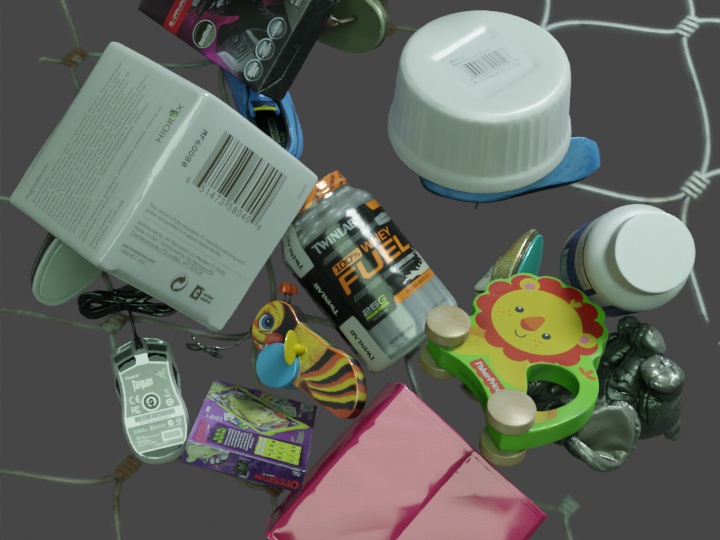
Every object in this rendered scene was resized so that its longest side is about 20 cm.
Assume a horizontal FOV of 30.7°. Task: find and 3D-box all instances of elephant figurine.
[{"bbox_3d":[0.238,0.146,1.403,0.200,0.142,0.155,-29,73,-12],"label":"elephant figurine"}]

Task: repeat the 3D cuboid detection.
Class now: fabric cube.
[{"bbox_3d":[0.040,0.253,1.345,0.200,0.196,0.199,42,83,0],"label":"fabric cube"}]

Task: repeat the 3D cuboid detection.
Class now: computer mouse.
[{"bbox_3d":[-0.235,0.112,1.419,0.109,0.044,0.201,-11,80,-9],"label":"computer mouse"}]

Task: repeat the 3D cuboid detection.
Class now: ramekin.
[{"bbox_3d":[0.129,-0.186,1.393,0.200,0.098,0.201,0,50,0],"label":"ramekin"}]

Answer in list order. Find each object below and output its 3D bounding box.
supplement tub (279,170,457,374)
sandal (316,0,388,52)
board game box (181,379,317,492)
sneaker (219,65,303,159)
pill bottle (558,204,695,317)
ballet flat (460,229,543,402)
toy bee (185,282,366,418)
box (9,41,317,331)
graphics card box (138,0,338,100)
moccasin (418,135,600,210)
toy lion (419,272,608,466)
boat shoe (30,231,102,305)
[{"bbox_3d":[0.000,0.000,1.403,0.122,0.123,0.200,-39,88,-6],"label":"supplement tub"},{"bbox_3d":[-0.066,-0.284,1.439,0.201,0.080,0.057,20,41,10],"label":"sandal"},{"bbox_3d":[-0.109,0.166,1.343,0.120,0.200,0.032,19,102,-2],"label":"board game box"},{"bbox_3d":[-0.113,-0.206,1.438,0.066,0.078,0.201,-21,85,-3],"label":"sneaker"},{"bbox_3d":[0.282,-0.010,1.382,0.111,0.200,0.111,0,85,-4],"label":"pill bottle"},{"bbox_3d":[0.150,0.048,1.441,0.071,0.071,0.201,13,83,-2],"label":"ballet flat"},{"bbox_3d":[-0.075,0.073,1.384,0.200,0.131,0.109,23,91,-4],"label":"toy bee"},{"bbox_3d":[-0.197,-0.083,1.324,0.171,0.199,0.200,32,89,39],"label":"box"},{"bbox_3d":[-0.133,-0.282,1.390,0.200,0.051,0.126,37,102,26],"label":"graphics card box"},{"bbox_3d":[0.163,-0.108,1.453,0.199,0.068,0.081,-1,92,-3],"label":"moccasin"},{"bbox_3d":[0.171,0.085,1.321,0.191,0.069,0.200,-15,46,-21],"label":"toy lion"},{"bbox_3d":[-0.296,-0.055,1.422,0.060,0.076,0.200,31,81,42],"label":"boat shoe"}]
